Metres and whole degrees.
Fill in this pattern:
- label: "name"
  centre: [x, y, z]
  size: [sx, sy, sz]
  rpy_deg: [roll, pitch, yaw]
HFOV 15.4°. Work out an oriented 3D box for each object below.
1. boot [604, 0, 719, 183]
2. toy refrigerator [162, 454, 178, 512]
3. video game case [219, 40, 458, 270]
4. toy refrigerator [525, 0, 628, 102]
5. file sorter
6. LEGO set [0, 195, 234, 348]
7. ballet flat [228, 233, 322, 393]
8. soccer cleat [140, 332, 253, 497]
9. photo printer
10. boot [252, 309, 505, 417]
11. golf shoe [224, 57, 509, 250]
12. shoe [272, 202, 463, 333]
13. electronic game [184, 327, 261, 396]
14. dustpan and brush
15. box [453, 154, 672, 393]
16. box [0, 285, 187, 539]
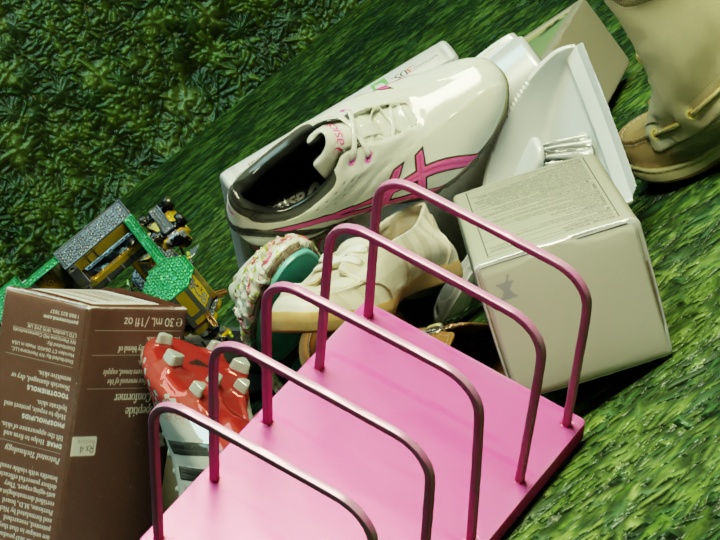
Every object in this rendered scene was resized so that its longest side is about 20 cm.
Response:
- label: "boot"
  centre: [0.187, -0.136, 1.632]
  size: [0.073, 0.156, 0.200]
  rpy_deg: [-41, 11, -19]
- label: "toy refrigerator"
  centre: [-0.140, 0.130, 1.781]
  size: [0.075, 0.070, 0.200]
  rpy_deg: [-12, 11, -2]
- label: "video game case"
  centre: [-0.007, -0.055, 1.839]
  size: [0.181, 0.022, 0.200]
  rpy_deg: [-32, -27, -13]
- label: "toy refrigerator"
  centre: [0.133, -0.128, 1.979]
  size: [0.076, 0.070, 0.200]
  rpy_deg: [-32, 13, 29]
- label: "file sorter"
  centre: [0.006, 0.070, 1.286]
  size: [0.200, 0.138, 0.126]
  rpy_deg: [-46, -26, -36]
- label: "LEGO set"
  centre: [-0.165, 0.058, 1.757]
  size: [0.200, 0.116, 0.154]
  rpy_deg: [-45, 43, -8]
- label: "ballet flat"
  centre: [-0.054, 0.031, 1.715]
  size: [0.076, 0.064, 0.200]
  rpy_deg: [-41, -29, -18]
- label: "soccer cleat"
  centre: [-0.084, 0.109, 1.541]
  size: [0.200, 0.068, 0.086]
  rpy_deg: [48, 121, 46]
- label: "photo printer"
  centre: [0.062, -0.060, 1.802]
  size: [0.200, 0.070, 0.166]
  rpy_deg: [-37, -23, 7]
- label: "boot"
  centre: [0.027, 0.053, 1.613]
  size: [0.155, 0.077, 0.200]
  rpy_deg: [-23, 6, 31]
- label: "golf shoe"
  centre: [0.006, -0.074, 1.685]
  size: [0.199, 0.073, 0.092]
  rpy_deg: [-32, -16, 3]
- label: "shoe"
  centre: [0.000, 0.000, 1.620]
  size: [0.069, 0.054, 0.200]
  rpy_deg: [-6, 8, 28]
- label: "electronic game"
  centre: [-0.137, 0.068, 1.922]
  size: [0.198, 0.042, 0.200]
  rpy_deg: [-5, -12, -1]
- label: "dustpan and brush"
  centre: [0.100, -0.031, 1.692]
  size: [0.201, 0.057, 0.140]
  rpy_deg: [113, 151, -44]
- label: "box"
  centre: [0.109, -0.001, 1.472]
  size: [0.094, 0.078, 0.200]
  rpy_deg: [-16, 12, 4]
- label: "box"
  centre: [-0.174, 0.113, 1.618]
  size: [0.075, 0.202, 0.100]
  rpy_deg: [13, 7, 33]
